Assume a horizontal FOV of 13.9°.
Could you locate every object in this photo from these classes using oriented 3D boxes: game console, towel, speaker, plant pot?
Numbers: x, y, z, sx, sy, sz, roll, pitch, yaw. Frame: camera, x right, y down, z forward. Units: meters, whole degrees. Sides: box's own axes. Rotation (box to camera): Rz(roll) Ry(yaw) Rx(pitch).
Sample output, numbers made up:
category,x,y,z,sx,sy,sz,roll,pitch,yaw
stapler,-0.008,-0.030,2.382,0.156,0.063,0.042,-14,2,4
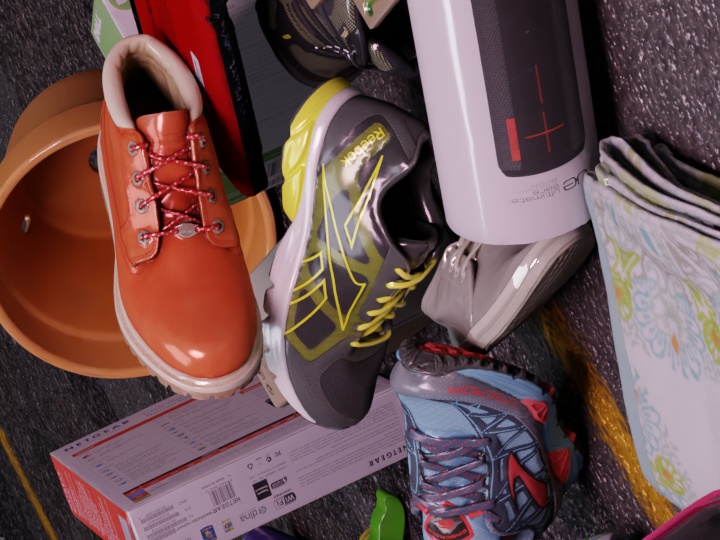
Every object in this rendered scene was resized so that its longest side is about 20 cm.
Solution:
category,x,y,z,sx,sy,sz,roll,pitch,yaw
game console,-0.068,-0.172,1.626,0.172,0.119,0.200,53,167,31
towel,0.171,0.047,1.356,0.171,0.048,0.200,36,146,60
speaker,0.063,-0.115,1.384,0.081,0.081,0.201,39,145,55
plant pot,-0.167,-0.047,2.019,0.140,0.199,0.201,-111,7,-55

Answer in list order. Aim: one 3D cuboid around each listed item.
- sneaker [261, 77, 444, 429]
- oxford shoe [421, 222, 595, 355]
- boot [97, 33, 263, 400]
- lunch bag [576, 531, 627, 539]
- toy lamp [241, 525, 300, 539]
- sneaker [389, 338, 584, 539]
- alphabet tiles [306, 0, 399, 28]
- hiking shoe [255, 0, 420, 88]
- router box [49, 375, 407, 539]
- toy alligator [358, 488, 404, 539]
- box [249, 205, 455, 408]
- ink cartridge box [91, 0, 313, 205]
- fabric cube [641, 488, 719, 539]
category,x,y,z,sx,sy,sz,roll,pitch,yaw
sneaker,0.000,0.000,1.591,0.084,0.074,0.201,18,120,33
oxford shoe,0.071,0.002,1.543,0.058,0.075,0.200,51,166,3
boot,-0.102,-0.030,1.581,0.107,0.075,0.200,96,158,-57
lunch bag,0.126,0.248,1.591,0.160,0.075,0.200,-77,-28,-50
toy lamp,-0.033,0.252,2.222,0.200,0.058,0.058,38,148,51
sneaker,0.065,0.106,1.579,0.079,0.096,0.200,13,161,29
alphabet tiles,-0.002,-0.224,1.462,0.167,0.006,0.200,61,142,15
hiking shoe,-0.002,-0.134,1.571,0.200,0.076,0.101,107,142,-64
router box,-0.085,0.119,1.953,0.179,0.200,0.049,24,136,67
toy alligator,0.024,0.243,2.038,0.059,0.054,0.200,38,148,57
box,-0.010,0.014,1.771,0.078,0.095,0.200,62,164,5
ink cartridge box,-0.098,-0.142,1.803,0.200,0.104,0.059,60,161,18
fabric cube,0.154,0.258,1.363,0.196,0.200,0.199,52,172,26
